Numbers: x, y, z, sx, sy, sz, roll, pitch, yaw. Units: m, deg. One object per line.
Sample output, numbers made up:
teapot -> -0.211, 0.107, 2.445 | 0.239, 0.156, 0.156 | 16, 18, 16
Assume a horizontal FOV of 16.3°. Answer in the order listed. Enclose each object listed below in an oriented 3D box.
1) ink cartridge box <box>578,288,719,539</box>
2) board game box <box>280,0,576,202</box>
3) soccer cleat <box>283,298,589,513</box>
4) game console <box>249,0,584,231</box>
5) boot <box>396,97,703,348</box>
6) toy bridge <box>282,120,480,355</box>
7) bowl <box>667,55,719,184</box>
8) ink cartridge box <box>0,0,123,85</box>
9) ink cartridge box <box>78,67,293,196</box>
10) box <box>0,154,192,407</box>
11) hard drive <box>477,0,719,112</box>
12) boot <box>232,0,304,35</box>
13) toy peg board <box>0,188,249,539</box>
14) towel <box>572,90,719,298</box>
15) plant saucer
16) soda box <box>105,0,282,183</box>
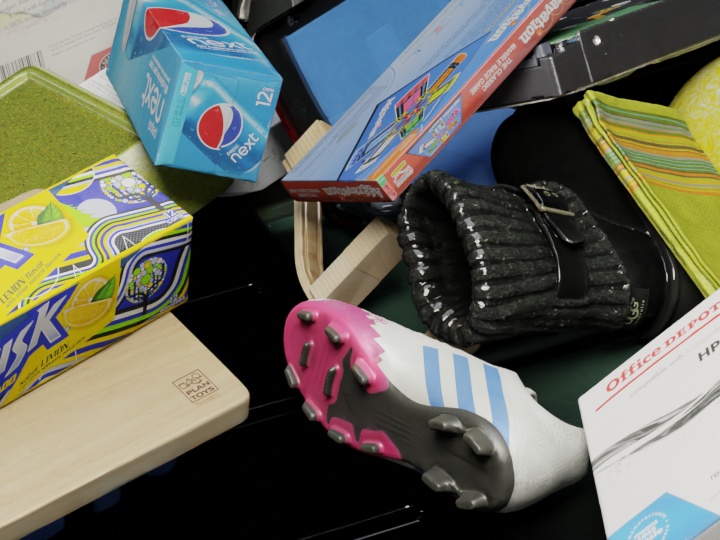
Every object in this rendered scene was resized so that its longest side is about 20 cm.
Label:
ink cartridge box -> 0.175, 0.082, 1.238 | 0.116, 0.067, 0.200 | -40, 25, 19
board game box -> 0.048, -0.112, 1.453 | 0.200, 0.019, 0.103 | -48, 24, -22
soccer cleat -> 0.040, 0.071, 1.342 | 0.086, 0.070, 0.200 | -10, 30, -38
game console -> 0.058, -0.114, 1.580 | 0.172, 0.119, 0.200 | 19, 40, 35
boot -> 0.085, -0.034, 1.428 | 0.158, 0.079, 0.211 | 0, 32, -27
toy bridge -> 0.000, 0.000, 1.453 | 0.067, 0.027, 0.200 | -46, 48, 16
bowl -> 0.270, -0.092, 1.520 | 0.200, 0.108, 0.200 | -4, 31, 2
ink cartridge box -> -0.225, -0.201, 1.682 | 0.116, 0.200, 0.067 | -25, 36, -22
ink cartridge box -> -0.135, -0.083, 1.645 | 0.200, 0.057, 0.163 | -38, 42, -19
box -> -0.184, 0.019, 1.302 | 0.200, 0.064, 0.070 | -31, 55, -32
hard drive -> 0.143, -0.139, 1.539 | 0.200, 0.038, 0.140 | -22, 10, -37
boot -> 0.009, -0.174, 1.686 | 0.174, 0.069, 0.200 | 9, 16, -11
toy peg board -> -0.198, 0.081, 1.352 | 0.200, 0.098, 0.199 | -27, 53, -30
towel -> 0.198, -0.027, 1.414 | 0.086, 0.018, 0.200 | 4, 42, -39
plant saucer -> -0.214, -0.054, 1.560 | 0.200, 0.048, 0.200 | -37, 42, -25
soda box -> -0.105, -0.118, 1.532 | 0.064, 0.068, 0.200 | 10, 17, -18
